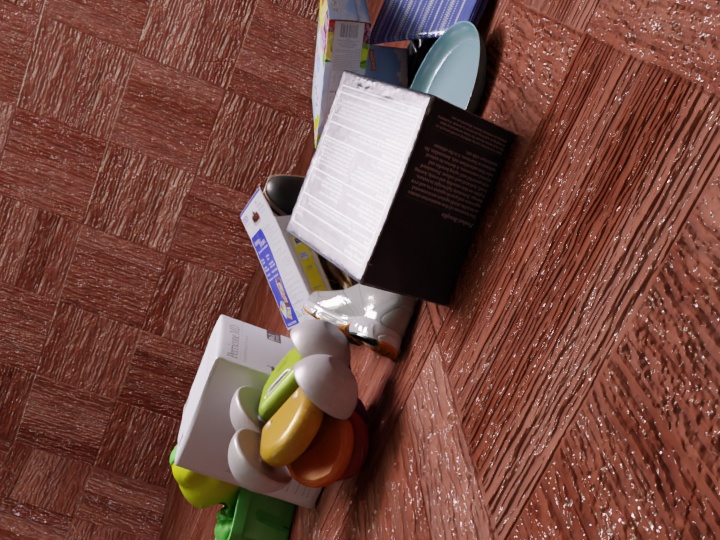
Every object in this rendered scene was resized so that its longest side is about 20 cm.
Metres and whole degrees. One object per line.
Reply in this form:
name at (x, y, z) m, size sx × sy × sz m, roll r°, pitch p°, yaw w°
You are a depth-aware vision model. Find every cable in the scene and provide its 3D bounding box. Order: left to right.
cable at (0.112, -0.374, 1.360) m, size 0.164 × 0.050 × 0.201 m, roll 120°, pitch 164°, yaw -48°

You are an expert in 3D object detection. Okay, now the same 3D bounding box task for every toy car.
toy car at (-0.055, 0.171, 1.038) m, size 0.175 × 0.150 × 0.200 m, roll -48°, pitch 21°, yaw 14°

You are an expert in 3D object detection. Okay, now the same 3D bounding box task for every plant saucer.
plant saucer at (0.109, -0.223, 1.157) m, size 0.200 × 0.027 × 0.201 m, roll -51°, pitch 30°, yaw 44°

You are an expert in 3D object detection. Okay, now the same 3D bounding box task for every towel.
towel at (0.107, -0.386, 1.260) m, size 0.199 × 0.024 × 0.146 m, roll 9°, pitch 71°, yaw 46°

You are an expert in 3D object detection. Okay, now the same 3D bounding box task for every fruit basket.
fruit basket at (-0.197, 0.326, 1.313) m, size 0.156 × 0.214 × 0.217 m, roll 122°, pitch 164°, yaw -46°

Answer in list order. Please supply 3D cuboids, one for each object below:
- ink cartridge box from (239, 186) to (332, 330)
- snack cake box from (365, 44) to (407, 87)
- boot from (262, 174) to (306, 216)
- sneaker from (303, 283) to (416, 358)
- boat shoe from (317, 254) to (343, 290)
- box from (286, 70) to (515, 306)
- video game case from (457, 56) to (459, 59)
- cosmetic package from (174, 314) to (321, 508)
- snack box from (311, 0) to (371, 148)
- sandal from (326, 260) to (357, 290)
ink cartridge box at (-0.109, -0.016, 1.312) m, size 0.201 × 0.047 × 0.198 m, roll 69°, pitch 162°, yaw 2°
snack cake box at (0.030, -0.215, 1.311) m, size 0.115 × 0.067 × 0.202 m, roll 114°, pitch 158°, yaw -67°
boot at (-0.031, -0.101, 1.261) m, size 0.138 × 0.199 × 0.078 m, roll 151°, pitch 136°, yaw -67°
sneaker at (0.005, 0.044, 1.110) m, size 0.199 × 0.076 × 0.092 m, roll 17°, pitch 72°, yaw 55°
boat shoe at (-0.042, 0.028, 1.382) m, size 0.072 × 0.075 × 0.202 m, roll -114°, pitch 24°, yaw -62°
box at (0.036, -0.094, 0.976) m, size 0.200 × 0.123 × 0.200 m, roll 35°, pitch 105°, yaw 56°
video game case at (0.102, -0.231, 1.297) m, size 0.200 × 0.023 × 0.183 m, roll -109°, pitch 40°, yaw -75°
cosmetic package at (-0.131, 0.190, 1.220) m, size 0.165 × 0.199 × 0.166 m, roll -113°, pitch 45°, yaw -72°
snack box at (-0.032, -0.306, 1.317) m, size 0.169 × 0.067 × 0.201 m, roll -98°, pitch 12°, yaw -54°
sandal at (0.005, 0.002, 1.244) m, size 0.070 × 0.077 × 0.212 m, roll -59°, pitch 23°, yaw 26°
